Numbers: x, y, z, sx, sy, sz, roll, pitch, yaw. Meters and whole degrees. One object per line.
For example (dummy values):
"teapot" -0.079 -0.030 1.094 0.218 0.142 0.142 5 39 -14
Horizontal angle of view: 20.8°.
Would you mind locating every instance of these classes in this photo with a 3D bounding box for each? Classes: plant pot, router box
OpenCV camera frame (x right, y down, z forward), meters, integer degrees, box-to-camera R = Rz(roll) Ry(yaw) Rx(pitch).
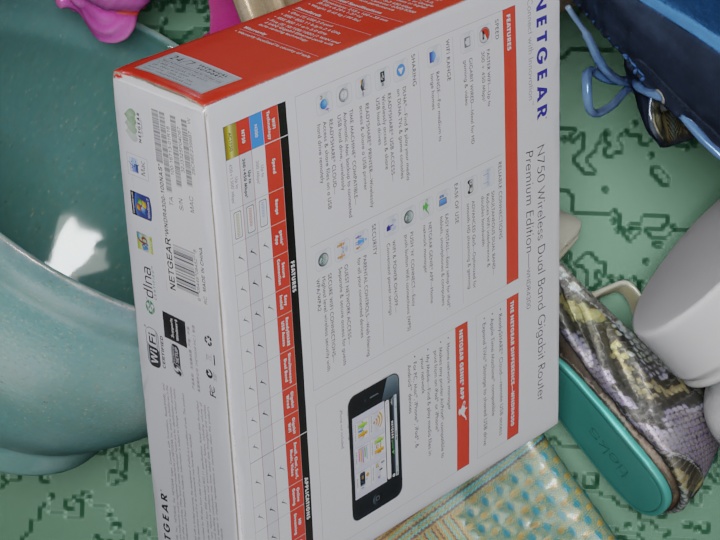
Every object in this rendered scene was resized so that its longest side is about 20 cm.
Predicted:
"plant pot" -0.128 -0.003 0.807 0.200 0.200 0.135 37 119 2
"router box" 0.000 0.000 0.726 0.049 0.179 0.202 22 125 40

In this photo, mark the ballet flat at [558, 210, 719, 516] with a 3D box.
"ballet flat" 0.083 0.015 0.852 0.072 0.072 0.200 -43 89 3

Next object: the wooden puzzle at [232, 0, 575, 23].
"wooden puzzle" 0.003 -0.171 0.755 0.184 0.037 0.202 -29 110 -36

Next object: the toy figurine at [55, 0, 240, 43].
"toy figurine" -0.112 -0.160 0.779 0.199 0.150 0.184 -36 105 30

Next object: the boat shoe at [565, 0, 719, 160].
"boat shoe" 0.124 -0.071 0.739 0.200 0.084 0.069 51 136 32

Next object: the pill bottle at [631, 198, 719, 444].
"pill bottle" 0.214 0.056 0.801 0.200 0.114 0.114 43 92 -8

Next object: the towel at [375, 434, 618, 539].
"towel" 0.054 0.158 0.863 0.146 0.022 0.201 -35 88 10
